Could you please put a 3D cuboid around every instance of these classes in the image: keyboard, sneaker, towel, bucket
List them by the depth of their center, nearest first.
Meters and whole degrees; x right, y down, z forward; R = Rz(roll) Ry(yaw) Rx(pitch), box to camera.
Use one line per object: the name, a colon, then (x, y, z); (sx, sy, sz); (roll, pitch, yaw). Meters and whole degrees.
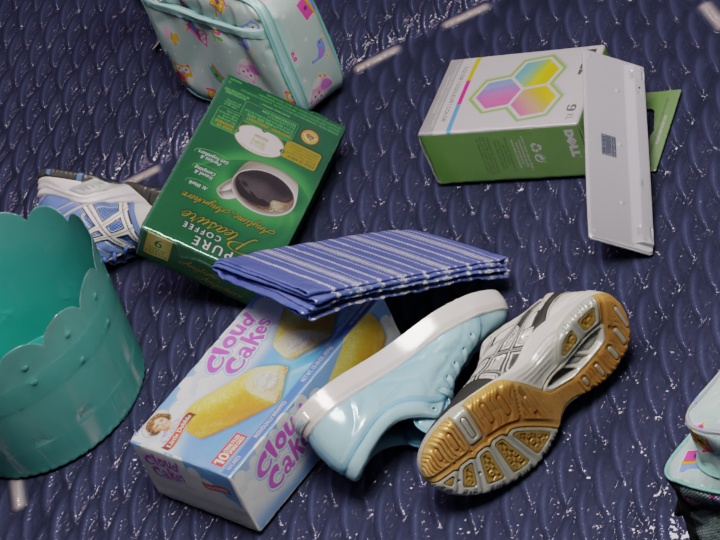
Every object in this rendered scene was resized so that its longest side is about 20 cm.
sneaker: (0.110, 0.090, 1.524); (0.200, 0.076, 0.087); (-39, 24, -20)
sneaker: (0.047, 0.093, 1.561); (0.199, 0.074, 0.082); (-34, 74, -21)
towel: (0.000, 0.000, 1.630); (0.199, 0.024, 0.144); (-10, 18, -34)
keyboard: (0.207, -0.098, 1.667); (0.056, 0.011, 0.201); (11, 52, -11)
bucket: (-0.285, 0.062, 1.713); (0.206, 0.135, 0.208); (-15, 39, 13)
sneaker: (-0.202, -0.040, 1.849); (0.199, 0.076, 0.078); (10, 89, 25)

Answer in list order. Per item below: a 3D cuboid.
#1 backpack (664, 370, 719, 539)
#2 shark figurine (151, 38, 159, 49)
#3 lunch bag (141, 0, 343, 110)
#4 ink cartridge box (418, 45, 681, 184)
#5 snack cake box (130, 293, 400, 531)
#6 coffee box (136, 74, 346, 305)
backpack: (0.313, 0.117, 1.305); (0.199, 0.154, 0.176); (21, 52, 35)
shark figurine: (-0.210, -0.270, 2.078); (0.127, 0.214, 0.090); (20, 94, 9)
lunch bag: (-0.119, -0.228, 1.927); (0.199, 0.161, 0.077); (20, 56, 41)
ink cartridge box: (0.159, -0.133, 1.743); (0.199, 0.060, 0.104); (-2, 43, 27)
snack cake box: (-0.070, 0.097, 1.607); (0.115, 0.067, 0.200); (15, 54, 39)
coffee box: (-0.102, -0.070, 1.787); (0.122, 0.044, 0.201); (23, 51, 0)
